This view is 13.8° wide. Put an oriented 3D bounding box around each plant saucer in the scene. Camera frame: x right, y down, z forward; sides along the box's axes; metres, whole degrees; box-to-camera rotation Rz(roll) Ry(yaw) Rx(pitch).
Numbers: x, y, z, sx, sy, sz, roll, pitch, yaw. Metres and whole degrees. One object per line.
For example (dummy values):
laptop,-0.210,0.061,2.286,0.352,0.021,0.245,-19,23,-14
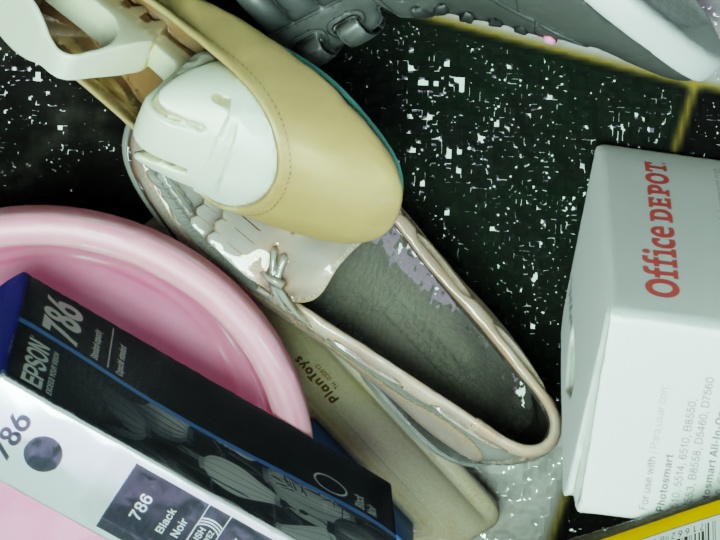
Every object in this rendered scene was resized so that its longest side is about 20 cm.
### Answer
plant saucer,-0.117,0.066,1.111,0.200,0.051,0.201,0,110,-1

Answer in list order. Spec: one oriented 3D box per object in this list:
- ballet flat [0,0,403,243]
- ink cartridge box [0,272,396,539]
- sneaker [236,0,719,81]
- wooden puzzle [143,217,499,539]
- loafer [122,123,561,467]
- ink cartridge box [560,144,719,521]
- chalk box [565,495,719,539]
ballet flat,-0.075,-0.068,1.044,0.200,0.063,0.069,38,129,17
ink cartridge box,-0.078,0.060,1.029,0.200,0.100,0.039,29,107,-12
sneaker,0.028,-0.104,1.065,0.200,0.071,0.099,32,114,-5
wooden puzzle,-0.075,0.094,1.171,0.200,0.046,0.185,-37,108,18
loafer,0.000,0.000,1.104,0.200,0.063,0.072,42,80,-17
ink cartridge box,0.176,0.030,1.074,0.199,0.146,0.085,7,116,-1
chalk box,0.161,0.178,1.038,0.124,0.124,0.200,-21,137,35
